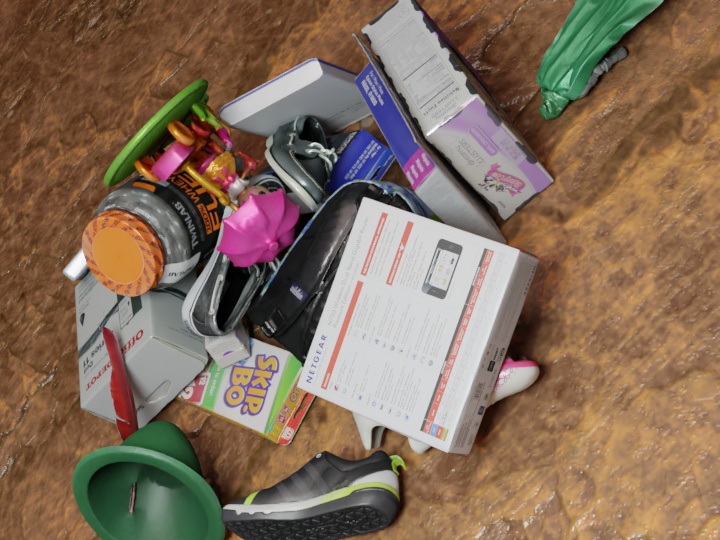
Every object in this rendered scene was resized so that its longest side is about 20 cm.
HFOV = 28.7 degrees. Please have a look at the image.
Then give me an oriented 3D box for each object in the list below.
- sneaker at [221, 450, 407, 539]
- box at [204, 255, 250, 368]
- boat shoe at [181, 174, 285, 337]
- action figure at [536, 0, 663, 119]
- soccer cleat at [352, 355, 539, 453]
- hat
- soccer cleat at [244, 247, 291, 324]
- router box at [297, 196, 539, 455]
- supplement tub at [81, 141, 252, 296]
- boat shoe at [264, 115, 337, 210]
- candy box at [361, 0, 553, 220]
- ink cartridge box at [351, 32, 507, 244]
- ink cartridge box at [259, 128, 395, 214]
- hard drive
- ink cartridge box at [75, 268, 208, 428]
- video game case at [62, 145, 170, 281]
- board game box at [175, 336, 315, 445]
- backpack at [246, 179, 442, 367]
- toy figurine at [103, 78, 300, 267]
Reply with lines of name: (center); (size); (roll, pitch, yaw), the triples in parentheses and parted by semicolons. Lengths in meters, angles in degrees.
sneaker: (-0.043, 0.225, 1.414); (0.199, 0.072, 0.083); (-11, 47, 22)
box: (-0.155, 0.026, 1.625); (0.041, 0.039, 0.200); (-22, 41, 11)
boat shoe: (-0.125, -0.018, 1.538); (0.068, 0.074, 0.200); (1, 54, 51)
action figure: (0.250, -0.249, 1.518); (0.118, 0.055, 0.200); (35, 92, 44)
soccer cleat: (0.085, 0.133, 1.383); (0.200, 0.070, 0.087); (-11, 80, 27)
hat: (-0.205, 0.187, 1.514); (0.165, 0.200, 0.176); (-4, 35, 18)
soccer cleat: (-0.052, -0.012, 1.587); (0.200, 0.068, 0.073); (-39, 26, 11)
router box: (0.053, 0.050, 1.345); (0.179, 0.049, 0.200); (21, 92, 30)
supplement tub: (-0.214, -0.058, 1.576); (0.122, 0.123, 0.200); (-8, 23, 33)
boat shoe: (-0.060, -0.124, 1.531); (0.062, 0.073, 0.200); (-39, 20, 6)
candy box: (0.102, -0.174, 1.497); (0.071, 0.168, 0.200); (-38, 45, 11)
ink cartridge box: (0.059, -0.127, 1.475); (0.043, 0.200, 0.197); (-37, 45, 11)
ink cartridge box: (-0.048, -0.110, 1.617); (0.200, 0.039, 0.100); (-6, 42, 48)
hard drive: (-0.057, -0.190, 1.616); (0.132, 0.200, 0.025); (-25, 78, 22)
ink cartridge box: (-0.258, 0.061, 1.641); (0.147, 0.083, 0.200); (-44, 39, 26)
video game case: (-0.289, -0.069, 1.752); (0.200, 0.022, 0.182); (-49, 5, -2)
board game box: (-0.129, 0.124, 1.572); (0.200, 0.030, 0.096); (17, 73, 41)
backpack: (0.000, 0.000, 1.473); (0.163, 0.154, 0.200); (34, 113, 31)
toy figurine: (-0.143, -0.087, 1.481); (0.150, 0.184, 0.200); (-45, 2, 16)
